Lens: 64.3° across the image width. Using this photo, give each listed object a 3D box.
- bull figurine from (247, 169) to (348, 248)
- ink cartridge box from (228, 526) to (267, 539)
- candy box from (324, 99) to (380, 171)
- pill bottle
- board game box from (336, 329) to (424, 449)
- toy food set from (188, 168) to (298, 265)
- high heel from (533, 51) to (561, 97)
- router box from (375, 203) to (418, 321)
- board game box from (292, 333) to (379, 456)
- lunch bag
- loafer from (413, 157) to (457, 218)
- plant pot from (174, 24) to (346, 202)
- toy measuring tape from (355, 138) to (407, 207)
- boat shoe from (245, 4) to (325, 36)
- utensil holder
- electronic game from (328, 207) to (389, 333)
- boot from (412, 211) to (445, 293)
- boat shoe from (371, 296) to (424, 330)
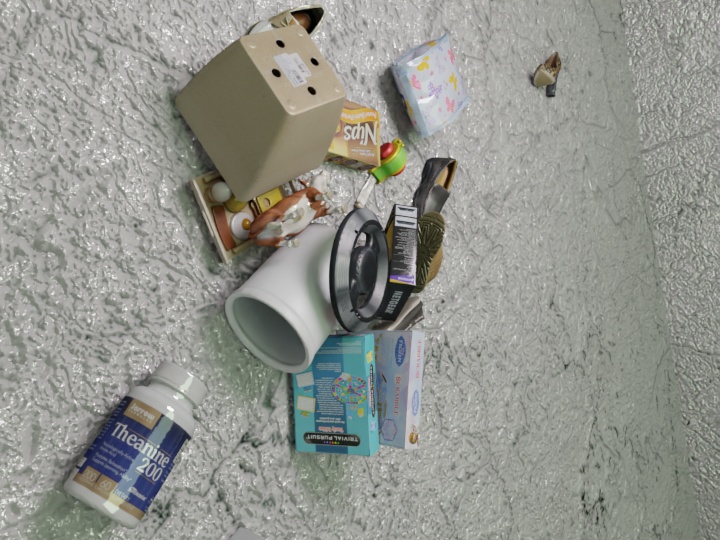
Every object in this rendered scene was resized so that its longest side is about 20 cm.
[{"bbox_3d":[-0.098,-0.102,0.964,0.200,0.120,0.066,-44,121,-31],"label":"bull figurine"},{"bbox_3d":[-0.200,0.533,0.883,0.200,0.083,0.147,-41,115,-40],"label":"ink cartridge box"},{"bbox_3d":[-0.043,-0.277,1.139,0.197,0.055,0.119,6,82,-46],"label":"candy box"},{"bbox_3d":[-0.298,0.233,0.789,0.111,0.109,0.202,48,55,-31],"label":"pill bottle"},{"bbox_3d":[0.027,0.214,1.066,0.041,0.197,0.205,14,77,-44],"label":"board game box"},{"bbox_3d":[-0.184,-0.117,0.975,0.199,0.060,0.146,-35,111,-42],"label":"toy food set"},{"bbox_3d":[0.592,-0.654,1.814,0.199,0.070,0.146,15,82,-61],"label":"high heel"},{"bbox_3d":[0.067,-0.009,1.122,0.051,0.201,0.161,7,65,-5],"label":"router box"},{"bbox_3d":[-0.047,0.218,1.021,0.047,0.148,0.206,1,86,-67],"label":"board game box"},{"bbox_3d":[0.149,-0.417,1.305,0.172,0.125,0.201,62,39,-24],"label":"lunch bag"},{"bbox_3d":[0.176,-0.181,1.345,0.072,0.071,0.204,29,67,-41],"label":"loafer"},{"bbox_3d":[-0.139,-0.266,0.911,0.199,0.176,0.202,-34,89,-42],"label":"plant pot"},{"bbox_3d":[0.052,-0.210,1.222,0.074,0.073,0.203,46,56,-32],"label":"toy measuring tape"},{"bbox_3d":[-0.138,-0.438,1.046,0.075,0.067,0.201,56,51,-26],"label":"boat shoe"},{"bbox_3d":[-0.103,0.040,0.972,0.201,0.168,0.172,-52,121,-37],"label":"utensil holder"},{"bbox_3d":[0.000,0.000,0.939,0.199,0.041,0.205,5,90,-66],"label":"electronic game"},{"bbox_3d":[0.147,-0.047,1.231,0.200,0.065,0.179,-29,140,-70],"label":"boot"},{"bbox_3d":[0.081,0.123,1.225,0.199,0.066,0.058,-37,108,-45],"label":"boat shoe"}]
